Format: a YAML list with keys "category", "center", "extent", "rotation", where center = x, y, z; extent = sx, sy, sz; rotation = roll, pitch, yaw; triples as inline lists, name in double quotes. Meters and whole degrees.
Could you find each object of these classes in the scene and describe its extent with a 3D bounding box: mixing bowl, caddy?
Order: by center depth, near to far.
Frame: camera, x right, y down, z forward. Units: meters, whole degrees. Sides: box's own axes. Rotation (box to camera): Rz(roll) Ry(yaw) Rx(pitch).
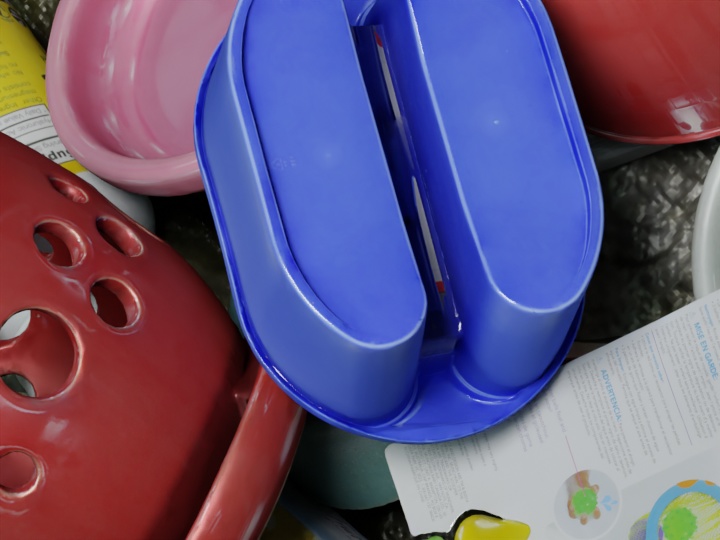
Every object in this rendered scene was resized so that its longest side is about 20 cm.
- category: "caddy"
  center: [0.014, -0.034, 1.118]
  extent: [0.141, 0.105, 0.201]
  rotation: [-11, 72, -13]
- category: "mixing bowl"
  center: [0.113, -0.162, 1.165]
  extent: [0.199, 0.108, 0.201]
  rotation: [-8, 73, 26]

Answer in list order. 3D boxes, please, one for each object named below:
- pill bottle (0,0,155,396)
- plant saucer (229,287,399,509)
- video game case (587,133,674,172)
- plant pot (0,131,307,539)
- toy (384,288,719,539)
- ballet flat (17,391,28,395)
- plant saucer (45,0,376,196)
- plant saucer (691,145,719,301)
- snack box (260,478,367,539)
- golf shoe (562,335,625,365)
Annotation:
- category: "pill bottle"
  center: [-0.163, -0.032, 1.319]
  extent: [0.111, 0.111, 0.200]
  rotation: [-42, 67, 15]
- category: "plant saucer"
  center: [0.000, 0.000, 1.226]
  extent: [0.200, 0.036, 0.201]
  rotation: [-27, 55, 46]
- category: "video game case"
  center: [0.094, -0.134, 1.254]
  extent: [0.199, 0.024, 0.183]
  rotation: [-20, 74, 24]
- category: "plant pot"
  center: [-0.128, 0.064, 1.153]
  extent: [0.182, 0.200, 0.201]
  rotation: [27, 96, -8]
- category: "toy"
  center: [0.117, 0.083, 1.112]
  extent: [0.199, 0.047, 0.115]
  rotation: [-25, 63, 13]
- category: "ballet flat"
  center: [-0.169, 0.084, 1.332]
  extent: [0.199, 0.069, 0.070]
  rotation: [16, 90, 27]
- category: "plant saucer"
  center: [-0.049, -0.116, 1.262]
  extent: [0.200, 0.051, 0.201]
  rotation: [-23, 49, 29]
- category: "plant saucer"
  center: [0.231, -0.011, 1.139]
  extent: [0.199, 0.050, 0.201]
  rotation: [-13, 64, 27]
- category: "snack box"
  center: [-0.043, 0.172, 1.225]
  extent: [0.200, 0.053, 0.143]
  rotation: [36, 101, 50]
- category: "golf shoe"
  center: [0.118, 0.057, 1.199]
  extent: [0.200, 0.077, 0.088]
  rotation: [24, 72, 27]
